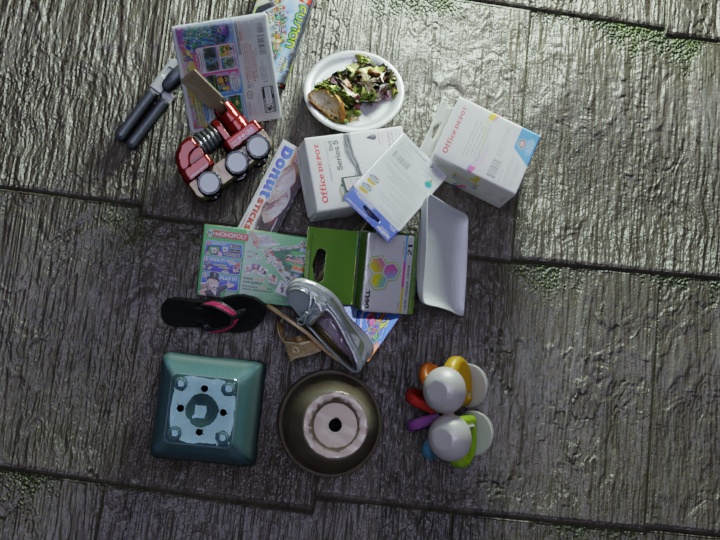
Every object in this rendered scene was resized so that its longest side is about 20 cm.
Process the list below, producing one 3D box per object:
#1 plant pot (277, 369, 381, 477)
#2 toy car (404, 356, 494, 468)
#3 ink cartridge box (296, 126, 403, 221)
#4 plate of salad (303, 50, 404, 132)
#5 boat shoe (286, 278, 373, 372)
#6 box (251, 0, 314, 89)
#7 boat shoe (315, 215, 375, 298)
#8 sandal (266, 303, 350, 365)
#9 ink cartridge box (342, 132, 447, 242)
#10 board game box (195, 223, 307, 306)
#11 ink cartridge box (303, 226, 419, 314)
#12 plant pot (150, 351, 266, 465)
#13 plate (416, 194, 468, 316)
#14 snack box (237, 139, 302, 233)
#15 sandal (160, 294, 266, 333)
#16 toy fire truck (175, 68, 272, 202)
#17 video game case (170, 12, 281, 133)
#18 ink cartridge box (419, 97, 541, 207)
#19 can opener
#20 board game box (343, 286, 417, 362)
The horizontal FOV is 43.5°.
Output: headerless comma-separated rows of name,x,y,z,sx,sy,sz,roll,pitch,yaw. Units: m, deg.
plant pot,-0.051,0.275,1.626,0.198,0.174,0.202,1,81,-5
toy car,0.152,0.264,1.669,0.149,0.175,0.202,-10,82,28
ink cartridge box,-0.010,-0.184,1.724,0.198,0.084,0.147,-10,84,-15
plate of salad,-0.012,-0.356,1.755,0.198,0.048,0.202,1,62,-1
boat shoe,-0.060,0.099,1.639,0.074,0.065,0.202,-38,97,32
box,-0.168,-0.472,1.785,0.109,0.035,0.202,18,81,-3
boat shoe,-0.020,-0.025,1.734,0.073,0.063,0.201,36,87,-14
sandal,-0.103,0.148,1.689,0.211,0.078,0.070,33,87,-7
ink cartridge box,0.060,-0.148,1.651,0.119,0.042,0.200,44,58,-4
board game box,-0.204,-0.009,1.708,0.198,0.029,0.136,8,93,-5
ink cartridge box,0.000,0.000,1.668,0.198,0.076,0.150,4,94,-15
plant pot,-0.272,0.247,1.594,0.194,0.200,0.199,7,82,-5
plate,0.151,-0.025,1.695,0.032,0.199,0.202,-1,81,29
snack box,-0.164,-0.148,1.745,0.071,0.024,0.201,27,81,-5
sandal,-0.275,0.086,1.683,0.198,0.045,0.076,0,107,-2
toy fire truck,-0.284,-0.255,1.688,0.176,0.129,0.201,-37,92,-8
video game case,-0.253,-0.375,1.717,0.180,0.024,0.202,-12,114,-11
ink cartridge box,0.220,-0.231,1.744,0.199,0.125,0.129,26,80,-1
can opener,-0.398,-0.325,1.731,0.052,0.066,0.201,35,85,-1
board game box,0.031,0.065,1.739,0.103,0.019,0.201,36,80,1
